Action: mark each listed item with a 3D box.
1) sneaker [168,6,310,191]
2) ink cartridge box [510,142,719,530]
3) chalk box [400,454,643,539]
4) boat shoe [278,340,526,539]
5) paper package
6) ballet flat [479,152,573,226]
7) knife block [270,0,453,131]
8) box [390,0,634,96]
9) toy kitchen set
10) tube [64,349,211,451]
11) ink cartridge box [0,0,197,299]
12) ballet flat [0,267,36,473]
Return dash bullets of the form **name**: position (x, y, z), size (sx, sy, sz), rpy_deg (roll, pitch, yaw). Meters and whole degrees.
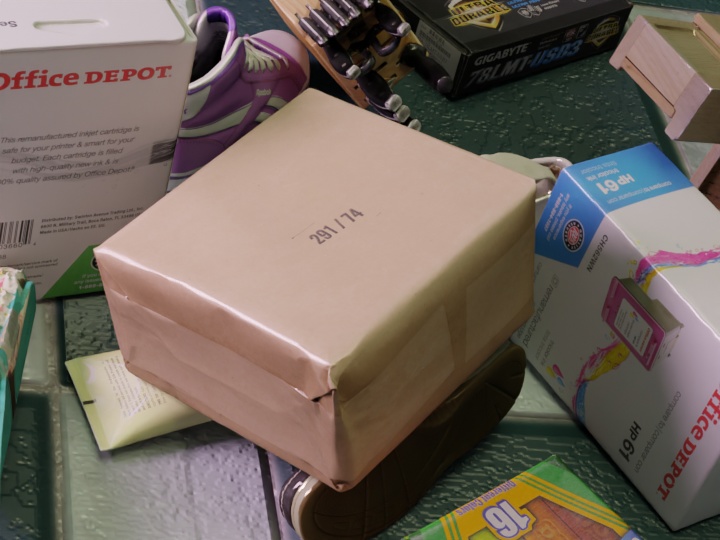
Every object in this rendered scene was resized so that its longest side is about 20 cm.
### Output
- **sneaker**: position (-0.085, -0.145, 1.375), size (0.073, 0.114, 0.200), rpy_deg (26, 39, 12)
- **ink cartridge box**: position (0.193, 0.041, 1.236), size (0.085, 0.145, 0.200), rpy_deg (-17, 53, -35)
- **chalk box**: position (0.112, 0.221, 1.020), size (0.124, 0.124, 0.200), rpy_deg (-24, 55, -38)
- **boat shoe**: position (0.018, 0.096, 1.177), size (0.066, 0.072, 0.201), rpy_deg (25, 45, 36)
- **paper package**: position (-0.021, 0.004, 1.147), size (0.191, 0.103, 0.200), rpy_deg (26, 49, 30)
- **ballet flat**: position (0.059, -0.052, 1.311), size (0.200, 0.069, 0.069), rpy_deg (-5, 45, -26)
- **knife block**: position (0.004, -0.159, 1.403), size (0.064, 0.200, 0.176), rpy_deg (-39, 78, 1)
- **box**: position (0.086, -0.234, 1.592), size (0.200, 0.050, 0.199), rpy_deg (-20, 54, -37)
- **toy kitchen set**: position (0.254, -0.048, 1.301), size (0.200, 0.180, 0.163), rpy_deg (1, 41, -42)
- **tube**: position (-0.075, 0.060, 1.199), size (0.200, 0.052, 0.058), rpy_deg (-13, 5, -20)
- **ink cartridge box**: position (-0.194, -0.081, 1.192), size (0.146, 0.200, 0.084), rpy_deg (-7, 45, -27)
- **ballet flat**: position (-0.227, 0.068, 1.118), size (0.064, 0.076, 0.200), rpy_deg (4, 32, -5)
